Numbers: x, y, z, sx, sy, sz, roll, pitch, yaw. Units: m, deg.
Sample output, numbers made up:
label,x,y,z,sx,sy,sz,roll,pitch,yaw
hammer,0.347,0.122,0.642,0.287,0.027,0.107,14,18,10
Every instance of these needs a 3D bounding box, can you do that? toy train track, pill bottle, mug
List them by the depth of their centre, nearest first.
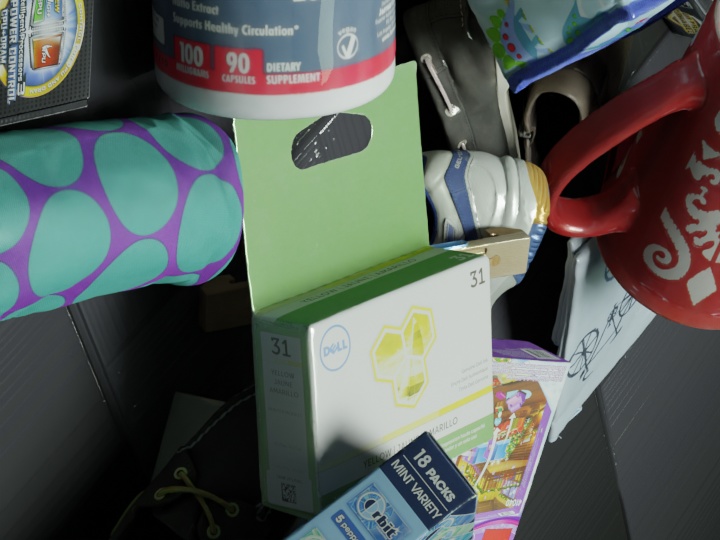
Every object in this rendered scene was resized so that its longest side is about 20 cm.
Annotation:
label,x,y,z,sx,sy,sz,roll,pitch,yaw
pill bottle,-0.042,-0.183,1.093,0.119,0.119,0.201,-29,126,-48
toy train track,0.000,0.000,1.272,0.199,0.033,0.115,-10,121,-26
mug,0.211,-0.065,1.344,0.177,0.134,0.200,-28,157,-29

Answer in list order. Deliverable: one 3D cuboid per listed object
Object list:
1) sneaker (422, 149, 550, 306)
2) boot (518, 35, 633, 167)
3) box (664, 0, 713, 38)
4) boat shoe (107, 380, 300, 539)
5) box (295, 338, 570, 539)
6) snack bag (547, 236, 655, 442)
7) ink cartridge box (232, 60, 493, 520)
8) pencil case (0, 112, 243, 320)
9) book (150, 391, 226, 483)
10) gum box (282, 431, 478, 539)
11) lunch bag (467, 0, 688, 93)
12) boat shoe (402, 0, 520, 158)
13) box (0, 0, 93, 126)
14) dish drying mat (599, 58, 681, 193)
label,x,y,z,sx,sy,sz,roll,pitch,yaw
sneaker,0.038,0.015,1.365,0.075,0.088,0.201,-103,-150,-62
boot,0.134,-0.155,1.400,0.201,0.070,0.147,81,23,-49
box,0.232,-0.282,1.539,0.200,0.049,0.200,40,69,-55
boat shoe,-0.086,0.137,1.175,0.202,0.071,0.061,-56,165,-1
box,0.024,0.104,1.290,0.199,0.039,0.138,7,104,-47
snack bag,0.179,-0.005,1.538,0.189,0.021,0.201,-47,156,-32
ink cartridge box,0.005,0.008,1.164,0.145,0.048,0.202,-20,114,-47
pencil case,-0.138,-0.021,1.050,0.092,0.085,0.199,-41,164,33
book,-0.050,0.148,1.300,0.200,0.048,0.135,18,89,-56
gum box,-0.032,0.175,1.154,0.200,0.045,0.170,-37,164,-11
lunch bag,0.128,-0.215,1.282,0.200,0.127,0.171,-30,92,-42
boat shoe,0.064,-0.083,1.374,0.067,0.057,0.201,-93,174,-48
box,-0.177,-0.157,0.968,0.160,0.044,0.202,-18,119,-52
dish drying mat,0.175,-0.046,1.529,0.077,0.018,0.201,-45,155,-37
